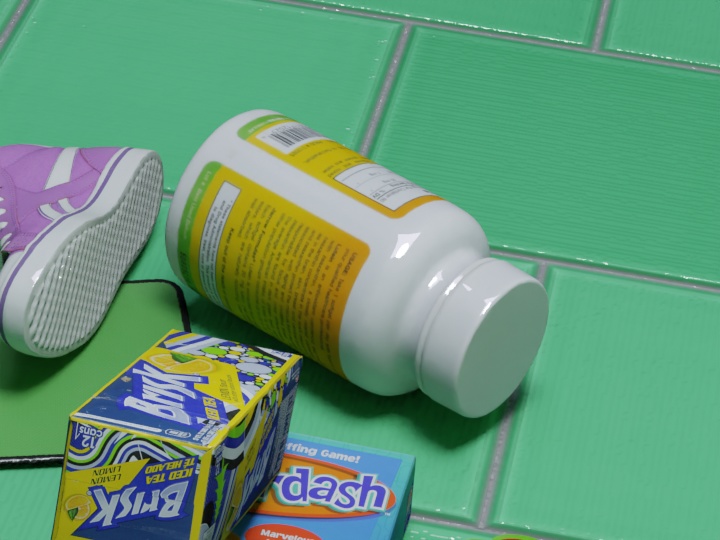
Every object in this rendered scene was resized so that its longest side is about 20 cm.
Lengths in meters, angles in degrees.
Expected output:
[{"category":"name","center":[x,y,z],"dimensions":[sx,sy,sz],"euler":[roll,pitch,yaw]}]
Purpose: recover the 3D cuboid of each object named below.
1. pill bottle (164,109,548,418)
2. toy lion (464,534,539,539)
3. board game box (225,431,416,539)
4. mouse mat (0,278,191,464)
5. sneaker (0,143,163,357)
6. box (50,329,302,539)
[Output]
[{"category":"pill bottle","center":[0.000,0.000,1.529],"dimensions":[0.199,0.112,0.111],"euler":[29,41,30]},{"category":"toy lion","center":[0.133,0.174,1.325],"dimensions":[0.199,0.069,0.192],"euler":[2,17,-33]},{"category":"board game box","center":[-0.065,0.151,1.363],"dimensions":[0.151,0.045,0.200],"euler":[10,35,7]},{"category":"mouse mat","center":[-0.187,0.054,1.519],"dimensions":[0.199,0.008,0.161],"euler":[-2,35,-9]},{"category":"sneaker","center":[-0.191,-0.014,1.557],"dimensions":[0.114,0.073,0.201],"euler":[8,24,11]},{"category":"box","center":[-0.083,0.082,1.302],"dimensions":[0.070,0.065,0.200],"euler":[11,11,8]}]
